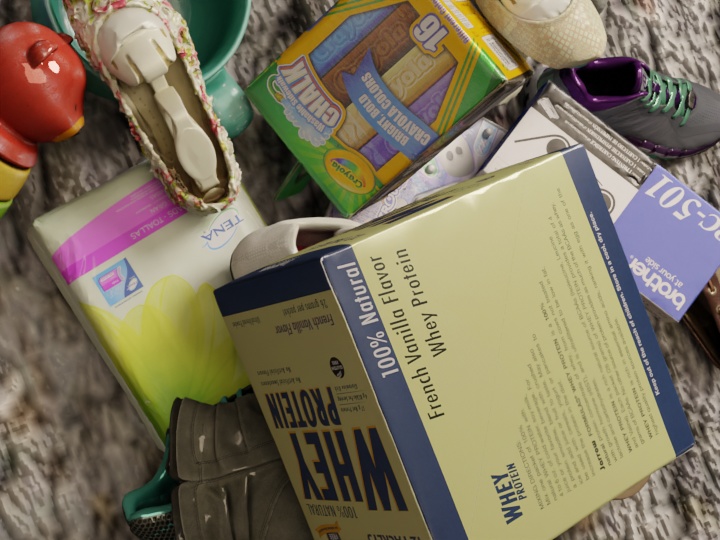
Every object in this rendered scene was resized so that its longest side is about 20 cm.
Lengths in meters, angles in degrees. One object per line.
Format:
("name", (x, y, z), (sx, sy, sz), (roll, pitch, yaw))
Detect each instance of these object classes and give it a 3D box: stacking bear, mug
("stacking bear", (-0.263, -0.081, 0.868), (0.200, 0.121, 0.114), (-42, 96, 8))
("mug", (-0.165, -0.185, 0.963), (0.151, 0.114, 0.186), (-5, 94, -20))

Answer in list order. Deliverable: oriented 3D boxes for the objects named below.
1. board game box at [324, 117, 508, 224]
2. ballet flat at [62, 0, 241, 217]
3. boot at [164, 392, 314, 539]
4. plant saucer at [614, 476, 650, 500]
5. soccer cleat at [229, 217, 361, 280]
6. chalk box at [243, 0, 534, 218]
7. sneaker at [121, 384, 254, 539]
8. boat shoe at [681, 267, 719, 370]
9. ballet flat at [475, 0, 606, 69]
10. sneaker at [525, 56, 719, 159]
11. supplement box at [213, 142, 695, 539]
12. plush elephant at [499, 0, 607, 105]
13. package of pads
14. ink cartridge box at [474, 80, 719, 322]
("board game box", (0.077, -0.040, 1.070), (0.200, 0.026, 0.201), (27, 73, -13))
("ballet flat", (-0.133, -0.123, 0.881), (0.076, 0.064, 0.200), (-33, 115, -6))
("boot", (-0.063, 0.089, 0.848), (0.130, 0.068, 0.201), (2, 75, 1))
("plant saucer", (0.175, 0.085, 1.036), (0.200, 0.029, 0.201), (25, 54, -40))
("soccer cleat", (0.000, 0.000, 0.948), (0.200, 0.086, 0.070), (3, 70, -42))
("chalk box", (0.007, -0.127, 0.965), (0.200, 0.124, 0.124), (-38, 89, 20))
("sneaker", (-0.088, 0.119, 0.897), (0.091, 0.078, 0.200), (35, 87, -34))
("boat shoe", (0.272, -0.001, 1.108), (0.072, 0.072, 0.200), (-41, 101, -22))
("ballet flat", (0.101, -0.226, 0.940), (0.067, 0.062, 0.200), (-41, 76, -1))
("sneaker", (0.246, -0.143, 1.114), (0.199, 0.088, 0.075), (3, 79, -18))
("supplement box", (0.057, 0.058, 0.775), (0.199, 0.134, 0.201), (-25, 95, -32))
("plush elephant", (0.108, -0.230, 1.056), (0.165, 0.200, 0.155), (44, 91, 8))
("package of pads", (-0.129, 0.015, 0.967), (0.154, 0.068, 0.200), (-32, 94, -21))
("ink cartridge box", (0.201, -0.055, 1.054), (0.200, 0.044, 0.094), (38, 86, -1))
